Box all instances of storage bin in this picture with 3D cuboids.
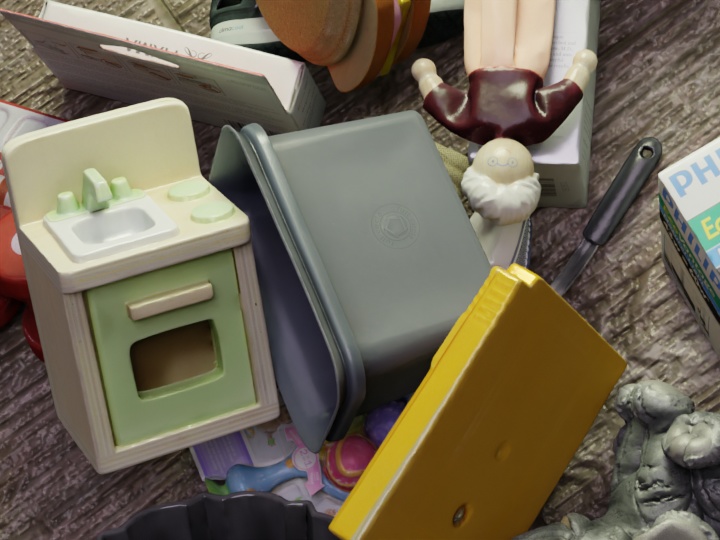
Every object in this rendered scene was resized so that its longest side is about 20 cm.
[{"bbox_3d":[0.000,0.000,1.385,0.133,0.146,0.201,-16,68,-19],"label":"storage bin"}]

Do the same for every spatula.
[{"bbox_3d":[0.152,-0.009,1.495,0.056,0.021,0.201,31,82,14],"label":"spatula"}]

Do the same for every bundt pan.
[{"bbox_3d":[-0.092,0.229,1.386,0.200,0.202,0.076,-4,118,8],"label":"bundt pan"}]

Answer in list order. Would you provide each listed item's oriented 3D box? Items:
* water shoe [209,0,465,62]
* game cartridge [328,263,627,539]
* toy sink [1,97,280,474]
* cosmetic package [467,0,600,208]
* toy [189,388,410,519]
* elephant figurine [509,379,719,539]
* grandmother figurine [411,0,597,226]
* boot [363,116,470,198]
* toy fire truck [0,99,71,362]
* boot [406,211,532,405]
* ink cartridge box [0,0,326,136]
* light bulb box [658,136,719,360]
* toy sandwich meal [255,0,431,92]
[{"bbox_3d":[-0.014,-0.199,1.543,0.198,0.072,0.080,-7,73,6],"label":"water shoe"},{"bbox_3d":[0.078,0.108,1.356,0.032,0.176,0.201,27,82,35],"label":"game cartridge"},{"bbox_3d":[-0.140,0.008,1.383,0.129,0.112,0.202,-16,114,-19],"label":"toy sink"},{"bbox_3d":[0.124,-0.154,1.491,0.080,0.113,0.202,2,75,9],"label":"cosmetic package"},{"bbox_3d":[-0.014,0.119,1.475,0.199,0.047,0.116,-25,75,2],"label":"toy"},{"bbox_3d":[0.175,0.185,1.389,0.154,0.142,0.201,25,74,29],"label":"elephant figurine"},{"bbox_3d":[0.092,-0.126,1.404,0.120,0.061,0.202,-4,73,19],"label":"grandmother figurine"},{"bbox_3d":[-0.030,-0.036,1.506,0.199,0.073,0.156,14,72,23],"label":"boot"},{"bbox_3d":[-0.225,-0.038,1.515,0.199,0.112,0.169,16,60,23],"label":"toy fire truck"},{"bbox_3d":[0.097,0.051,1.462,0.090,0.073,0.201,23,79,-21],"label":"boot"},{"bbox_3d":[-0.135,-0.148,1.495,0.198,0.174,0.044,15,79,12],"label":"ink cartridge box"},{"bbox_3d":[0.304,-0.031,1.385,0.197,0.200,0.125,-30,73,1],"label":"light bulb box"},{"bbox_3d":[-0.020,-0.228,1.446,0.070,0.205,0.207,-14,72,-22],"label":"toy sandwich meal"}]
